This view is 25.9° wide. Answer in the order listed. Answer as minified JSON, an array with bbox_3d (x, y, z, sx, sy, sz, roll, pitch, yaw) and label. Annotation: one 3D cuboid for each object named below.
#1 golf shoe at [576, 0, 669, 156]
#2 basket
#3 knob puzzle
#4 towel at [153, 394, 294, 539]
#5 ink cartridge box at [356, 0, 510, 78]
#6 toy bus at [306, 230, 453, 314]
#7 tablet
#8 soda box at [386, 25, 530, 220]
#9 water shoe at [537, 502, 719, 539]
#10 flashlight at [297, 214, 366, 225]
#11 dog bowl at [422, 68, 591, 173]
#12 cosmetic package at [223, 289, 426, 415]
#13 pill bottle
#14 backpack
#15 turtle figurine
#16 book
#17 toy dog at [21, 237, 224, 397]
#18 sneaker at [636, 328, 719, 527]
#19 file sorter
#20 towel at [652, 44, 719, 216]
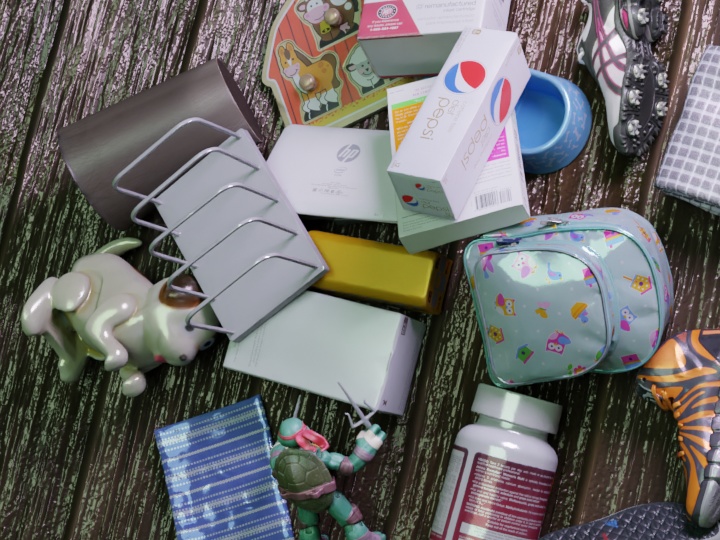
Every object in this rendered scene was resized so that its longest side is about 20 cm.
[{"bbox_3d":[0.278,-0.216,1.671,0.088,0.077,0.200,-6,74,43],"label":"golf shoe"},{"bbox_3d":[-0.227,-0.152,1.828,0.200,0.180,0.136,-28,78,5],"label":"basket"},{"bbox_3d":[-0.033,-0.266,1.828,0.219,0.030,0.220,-5,78,23],"label":"knob puzzle"},{"bbox_3d":[-0.156,0.257,1.785,0.145,0.024,0.200,-20,73,18],"label":"towel"},{"bbox_3d":[0.088,-0.319,1.726,0.145,0.083,0.200,-1,62,22],"label":"ink cartridge box"},{"bbox_3d":[0.000,0.000,1.736,0.200,0.078,0.065,11,84,25],"label":"toy bus"},{"bbox_3d":[-0.019,-0.111,1.748,0.200,0.014,0.130,7,54,26],"label":"tablet"},{"bbox_3d":[0.102,-0.152,1.591,0.064,0.068,0.200,13,61,28],"label":"soda box"},{"bbox_3d":[0.267,0.290,1.579,0.200,0.079,0.072,-11,33,4],"label":"water shoe"},{"bbox_3d":[-0.080,-0.073,1.796,0.200,0.068,0.068,-4,48,18],"label":"flashlight"},{"bbox_3d":[0.153,-0.180,1.720,0.200,0.050,0.112,22,89,26],"label":"dog bowl"},{"bbox_3d":[-0.040,0.084,1.738,0.200,0.081,0.113,16,87,24],"label":"cosmetic package"},{"bbox_3d":[0.141,0.225,1.615,0.109,0.110,0.200,14,86,25],"label":"pill bottle"},{"bbox_3d":[0.215,0.027,1.591,0.200,0.153,0.176,-10,98,15],"label":"backpack"},{"bbox_3d":[-0.048,0.216,1.673,0.150,0.101,0.200,1,116,38],"label":"turtle figurine"},{"bbox_3d":[0.101,-0.122,1.639,0.134,0.048,0.200,-15,51,17],"label":"book"},{"bbox_3d":[-0.254,0.056,1.821,0.200,0.140,0.194,7,46,26],"label":"toy dog"},{"bbox_3d":[0.330,0.155,1.574,0.112,0.078,0.200,8,73,28],"label":"sneaker"},{"bbox_3d":[-0.159,-0.048,1.699,0.139,0.125,0.200,-38,67,16],"label":"file sorter"},{"bbox_3d":[0.416,-0.126,1.577,0.200,0.086,0.166,20,89,25],"label":"towel"}]
